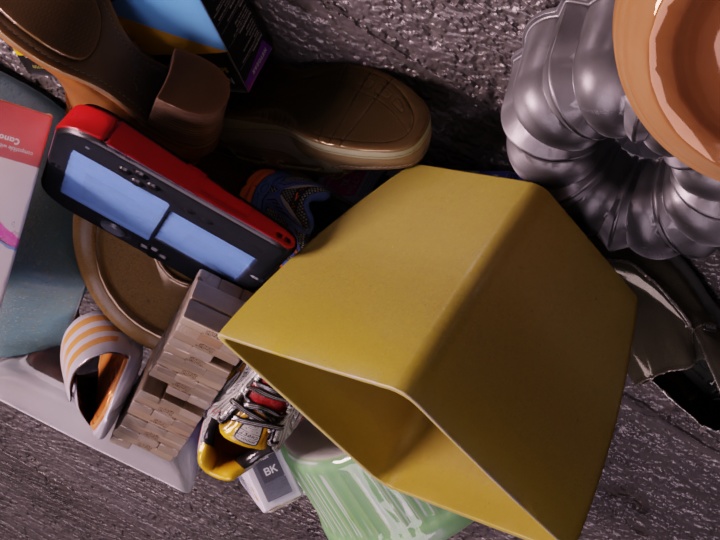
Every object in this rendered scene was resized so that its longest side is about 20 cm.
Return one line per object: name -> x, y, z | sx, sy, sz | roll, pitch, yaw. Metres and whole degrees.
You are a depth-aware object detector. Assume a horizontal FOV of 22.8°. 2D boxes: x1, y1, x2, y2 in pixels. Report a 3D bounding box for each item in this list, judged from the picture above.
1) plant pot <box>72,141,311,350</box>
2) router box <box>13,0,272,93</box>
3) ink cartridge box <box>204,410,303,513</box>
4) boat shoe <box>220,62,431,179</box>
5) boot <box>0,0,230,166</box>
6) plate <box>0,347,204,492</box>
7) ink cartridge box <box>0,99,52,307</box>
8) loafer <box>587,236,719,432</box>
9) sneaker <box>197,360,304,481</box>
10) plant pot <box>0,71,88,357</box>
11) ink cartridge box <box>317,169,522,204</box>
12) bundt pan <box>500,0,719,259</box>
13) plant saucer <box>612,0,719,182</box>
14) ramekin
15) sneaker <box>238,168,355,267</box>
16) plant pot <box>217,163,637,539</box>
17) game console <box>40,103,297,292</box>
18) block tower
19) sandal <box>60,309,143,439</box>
plant pot -> -0.124, -0.021, 1.368 | 0.199, 0.027, 0.201 | 1, 106, 3
router box -> -0.177, -0.198, 1.251 | 0.199, 0.051, 0.149 | 8, 145, 30
ink cartridge box -> -0.121, 0.089, 1.512 | 0.201, 0.043, 0.198 | 65, 171, -12
boat shoe -> -0.027, -0.102, 1.266 | 0.199, 0.074, 0.066 | 16, 151, 36
boot -> -0.189, -0.134, 1.251 | 0.199, 0.077, 0.155 | 24, 157, -9
plate -> -0.219, 0.111, 1.533 | 0.199, 0.032, 0.200 | 26, -173, -3
ink cartridge box -> -0.283, -0.022, 1.287 | 0.067, 0.201, 0.116 | 16, 177, -14
loafer -> 0.217, 0.044, 1.278 | 0.200, 0.070, 0.075 | 39, 141, -19
sneaker -> -0.061, 0.092, 1.325 | 0.078, 0.082, 0.200 | 29, 136, -7
plant pot -> -0.308, -0.037, 1.460 | 0.199, 0.197, 0.196 | 20, 149, -8
ink cartridge box -> 0.070, -0.023, 1.330 | 0.199, 0.042, 0.119 | 1, 140, 33
bundt pan -> 0.177, -0.080, 1.132 | 0.201, 0.076, 0.202 | 19, 146, 14
plant saucer -> 0.238, -0.124, 0.991 | 0.199, 0.038, 0.201 | 7, 124, 10
ramekin -> 0.032, 0.125, 1.424 | 0.200, 0.200, 0.098 | -9, 125, 44
sneaker -> 0.000, 0.000, 1.282 | 0.200, 0.076, 0.078 | 34, 164, -30
plant pot -> 0.065, 0.042, 1.187 | 0.200, 0.177, 0.200 | 13, 155, 50
game console -> -0.140, -0.041, 1.257 | 0.177, 0.031, 0.200 | 34, 163, -6
block tower -> -0.132, 0.075, 1.351 | 0.058, 0.054, 0.200 | 26, 142, -9
sandal -> -0.215, 0.063, 1.453 | 0.059, 0.207, 0.079 | 23, 112, -15
